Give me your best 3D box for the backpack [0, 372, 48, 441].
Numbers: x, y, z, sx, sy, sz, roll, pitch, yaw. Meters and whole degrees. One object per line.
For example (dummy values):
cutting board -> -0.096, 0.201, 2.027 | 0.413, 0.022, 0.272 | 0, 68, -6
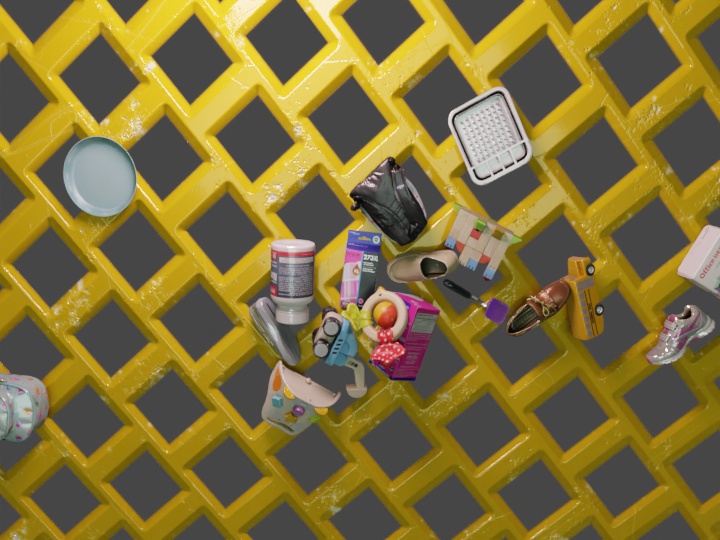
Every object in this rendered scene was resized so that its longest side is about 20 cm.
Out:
backpack -> -0.966, 0.376, 1.665 | 0.193, 0.153, 0.182 | 4, 96, -6

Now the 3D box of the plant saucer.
plant saucer -> -0.676, -0.245, 1.600 | 0.193, 0.027, 0.207 | 0, 100, 2

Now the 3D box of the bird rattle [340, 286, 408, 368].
bird rattle -> 0.051, 0.134, 1.532 | 0.199, 0.112, 0.165 | 38, 93, 37

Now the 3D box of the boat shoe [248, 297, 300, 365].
boat shoe -> -0.230, 0.168, 1.651 | 0.061, 0.072, 0.204 | -25, 96, 31

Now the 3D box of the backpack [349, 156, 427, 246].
backpack -> 0.087, -0.167, 1.542 | 0.166, 0.127, 0.201 | -39, 98, 20

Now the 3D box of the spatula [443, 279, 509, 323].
spatula -> 0.306, 0.077, 1.631 | 0.196, 0.021, 0.058 | 29, 88, -1

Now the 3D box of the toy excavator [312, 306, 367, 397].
toy excavator -> -0.041, 0.226, 1.641 | 0.196, 0.100, 0.199 | 24, 102, -12

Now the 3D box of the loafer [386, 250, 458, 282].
loafer -> 0.154, -0.011, 1.579 | 0.194, 0.068, 0.078 | -12, 100, 23

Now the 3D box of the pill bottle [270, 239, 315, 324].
pill bottle -> -0.176, 0.029, 1.588 | 0.115, 0.120, 0.207 | 2, 100, 1

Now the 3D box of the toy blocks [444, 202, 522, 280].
toy blocks -> 0.298, -0.067, 1.577 | 0.196, 0.100, 0.140 | 28, 110, 8

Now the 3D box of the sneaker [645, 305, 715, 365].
sneaker -> 0.825, 0.165, 1.609 | 0.199, 0.081, 0.089 | -41, 96, 0

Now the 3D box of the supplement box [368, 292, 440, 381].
supplement box -> 0.114, 0.173, 1.598 | 0.102, 0.100, 0.205 | 10, 103, -44

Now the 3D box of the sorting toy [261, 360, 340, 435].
sorting toy -> -0.182, 0.375, 1.665 | 0.197, 0.108, 0.181 | 29, 123, -15

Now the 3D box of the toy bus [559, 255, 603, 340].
toy bus -> 0.575, 0.070, 1.590 | 0.076, 0.065, 0.206 | -20, 101, -15

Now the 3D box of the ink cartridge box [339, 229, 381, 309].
ink cartridge box -> 0.000, 0.000, 1.622 | 0.091, 0.037, 0.207 | 7, 99, 0

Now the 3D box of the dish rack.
dish rack -> 0.325, -0.338, 1.543 | 0.168, 0.044, 0.204 | -26, 99, 7

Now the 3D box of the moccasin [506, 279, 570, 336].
moccasin -> 0.457, 0.099, 1.581 | 0.200, 0.077, 0.075 | -38, 77, 25

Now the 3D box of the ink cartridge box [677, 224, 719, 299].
ink cartridge box -> 0.947, -0.001, 1.566 | 0.196, 0.084, 0.148 | 29, 100, -3
